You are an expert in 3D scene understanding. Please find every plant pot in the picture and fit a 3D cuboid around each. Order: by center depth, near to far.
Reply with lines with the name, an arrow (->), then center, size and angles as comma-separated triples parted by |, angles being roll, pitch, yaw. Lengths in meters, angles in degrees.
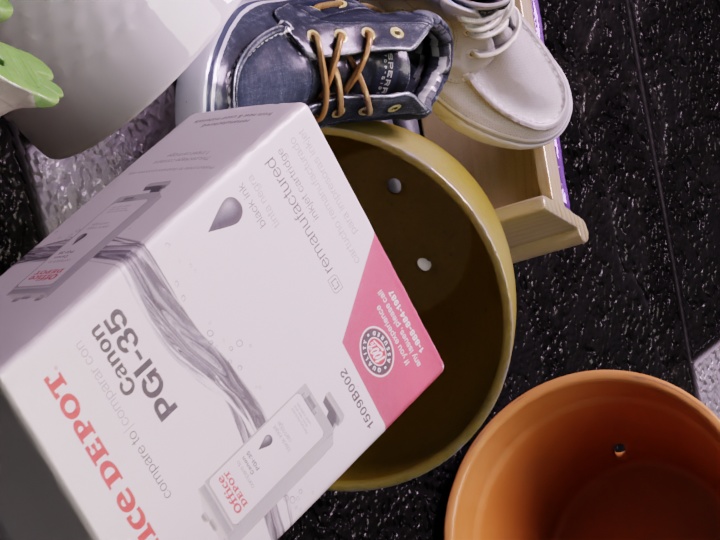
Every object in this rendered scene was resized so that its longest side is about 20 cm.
plant pot -> 0.000, 0.000, 1.370 | 0.142, 0.198, 0.202 | -50, 131, -66
plant pot -> 0.167, 0.174, 1.589 | 0.140, 0.199, 0.202 | 34, 63, -66

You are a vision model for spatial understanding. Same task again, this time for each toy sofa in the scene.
toy sofa -> 0.078, -0.103, 1.490 | 0.097, 0.082, 0.202 | 28, 50, -59

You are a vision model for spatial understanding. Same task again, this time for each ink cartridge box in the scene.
ink cartridge box -> -0.076, 0.045, 1.062 | 0.200, 0.082, 0.147 | -44, 116, -35

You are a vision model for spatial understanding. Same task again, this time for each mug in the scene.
mug -> -0.144, -0.183, 1.182 | 0.175, 0.147, 0.201 | 45, 53, -21

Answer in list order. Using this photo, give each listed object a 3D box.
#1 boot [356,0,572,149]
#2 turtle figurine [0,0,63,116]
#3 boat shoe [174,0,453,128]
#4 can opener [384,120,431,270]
boot -> 0.056, -0.133, 1.344 | 0.200, 0.095, 0.074 | 37, 74, -24
turtle figurine -> -0.197, -0.025, 1.105 | 0.199, 0.194, 0.144 | 36, 17, -15
boat shoe -> -0.019, -0.100, 1.239 | 0.200, 0.090, 0.071 | -41, 136, -65
can opener -> 0.016, -0.028, 1.484 | 0.053, 0.066, 0.202 | -15, 94, -56
